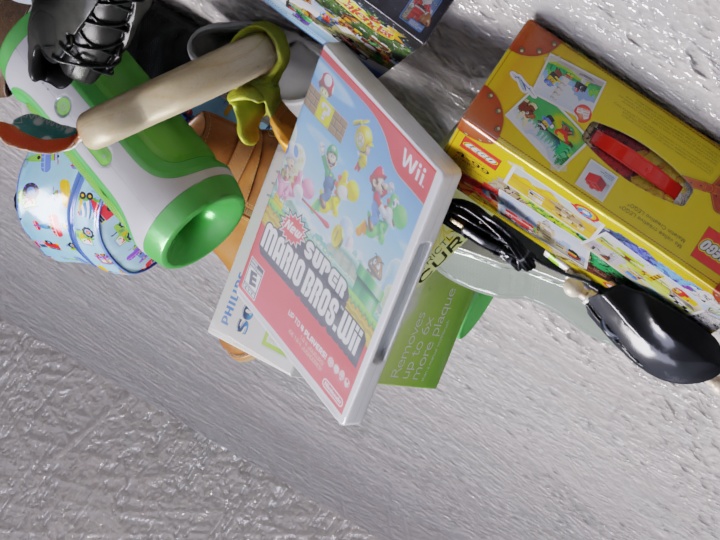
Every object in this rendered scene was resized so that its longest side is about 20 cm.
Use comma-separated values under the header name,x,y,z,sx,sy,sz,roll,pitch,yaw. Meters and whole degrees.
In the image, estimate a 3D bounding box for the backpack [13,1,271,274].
name,x,y,z,sx,sy,sz,roll,pitch,yaw
backpack,-0.168,-0.086,1.928,0.134,0.200,0.183,29,166,24

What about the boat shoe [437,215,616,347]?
name,x,y,z,sx,sy,sz,roll,pitch,yaw
boat shoe,0.149,0.000,1.748,0.199,0.061,0.076,24,155,1

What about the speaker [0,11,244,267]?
name,x,y,z,sx,sy,sz,roll,pitch,yaw
speaker,-0.169,-0.098,1.749,0.200,0.088,0.089,49,174,20

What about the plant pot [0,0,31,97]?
name,x,y,z,sx,sy,sz,roll,pitch,yaw
plant pot,-0.372,-0.221,2.071,0.199,0.188,0.187,18,167,3

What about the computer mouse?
name,x,y,z,sx,sy,sz,roll,pitch,yaw
computer mouse,0.132,0.016,1.521,0.199,0.034,0.059,29,166,7

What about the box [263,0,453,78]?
name,x,y,z,sx,sy,sz,roll,pitch,yaw
box,-0.047,-0.200,1.540,0.200,0.038,0.137,36,169,-7

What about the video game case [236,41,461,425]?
name,x,y,z,sx,sy,sz,roll,pitch,yaw
video game case,-0.011,-0.022,1.577,0.017,0.201,0.143,-6,-139,-37

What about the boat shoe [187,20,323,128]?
name,x,y,z,sx,sy,sz,roll,pitch,yaw
boat shoe,-0.066,-0.139,1.752,0.065,0.074,0.200,36,168,-29

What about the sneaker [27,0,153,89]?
name,x,y,z,sx,sy,sz,roll,pitch,yaw
sneaker,-0.164,-0.170,1.600,0.076,0.091,0.200,16,163,-20

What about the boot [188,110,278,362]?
name,x,y,z,sx,sy,sz,roll,pitch,yaw
boot,-0.097,-0.026,1.854,0.155,0.200,0.077,17,-143,-31

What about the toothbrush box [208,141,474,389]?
name,x,y,z,sx,sy,sz,roll,pitch,yaw
toothbrush box,0.000,0.000,1.790,0.086,0.146,0.200,27,-171,33

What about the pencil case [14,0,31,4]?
name,x,y,z,sx,sy,sz,roll,pitch,yaw
pencil case,-0.220,-0.242,1.741,0.090,0.084,0.200,23,171,-13

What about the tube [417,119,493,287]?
name,x,y,z,sx,sy,sz,roll,pitch,yaw
tube,0.032,-0.021,1.661,0.052,0.200,0.058,45,-178,15

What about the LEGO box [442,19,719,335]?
name,x,y,z,sx,sy,sz,roll,pitch,yaw
LEGO box,0.153,-0.049,1.500,0.200,0.077,0.149,34,169,2

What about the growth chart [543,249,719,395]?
name,x,y,z,sx,sy,sz,roll,pitch,yaw
growth chart,0.174,0.012,1.643,0.144,0.018,0.200,32,-164,-8

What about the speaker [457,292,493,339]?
name,x,y,z,sx,sy,sz,roll,pitch,yaw
speaker,0.014,-0.030,1.940,0.199,0.089,0.088,32,168,11

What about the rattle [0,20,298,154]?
name,x,y,z,sx,sy,sz,roll,pitch,yaw
rattle,-0.125,-0.074,1.651,0.130,0.199,0.143,28,143,61

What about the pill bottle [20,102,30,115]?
name,x,y,z,sx,sy,sz,roll,pitch,yaw
pill bottle,-0.223,-0.122,2.131,0.119,0.120,0.200,33,168,7
